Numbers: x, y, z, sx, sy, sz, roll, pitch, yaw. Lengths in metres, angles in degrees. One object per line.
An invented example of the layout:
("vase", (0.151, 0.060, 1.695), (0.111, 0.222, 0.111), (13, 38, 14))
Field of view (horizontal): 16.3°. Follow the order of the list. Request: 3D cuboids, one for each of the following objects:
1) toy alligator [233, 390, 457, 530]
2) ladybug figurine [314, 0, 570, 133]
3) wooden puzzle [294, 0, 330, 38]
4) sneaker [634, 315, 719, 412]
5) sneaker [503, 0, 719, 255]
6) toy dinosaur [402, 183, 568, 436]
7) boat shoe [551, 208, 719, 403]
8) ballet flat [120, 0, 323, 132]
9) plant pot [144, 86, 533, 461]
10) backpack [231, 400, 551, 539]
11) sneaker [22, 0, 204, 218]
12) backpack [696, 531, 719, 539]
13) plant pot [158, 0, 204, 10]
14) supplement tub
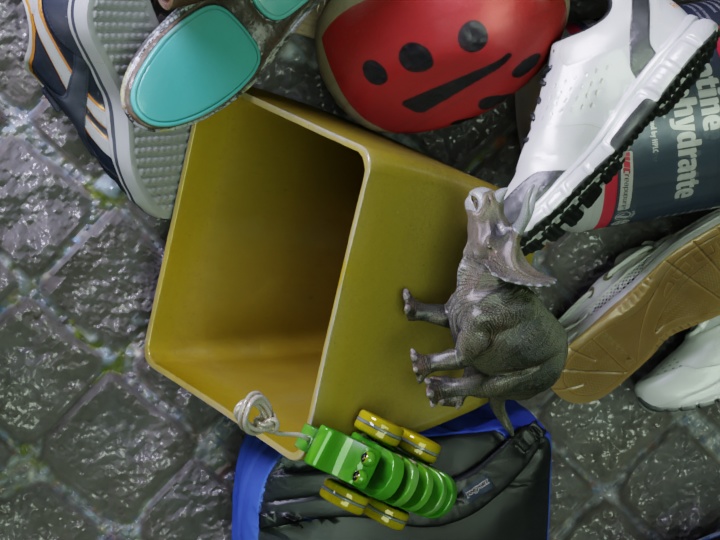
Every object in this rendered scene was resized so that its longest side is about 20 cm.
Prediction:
("toy alligator", (0.004, 0.119, 1.526), (0.200, 0.054, 0.059), (27, 89, -47))
("ladybug figurine", (0.051, -0.143, 1.606), (0.136, 0.200, 0.072), (23, 58, -31))
("wooden puzzle", (-0.072, -0.258, 1.637), (0.200, 0.037, 0.185), (12, 102, -21))
("sneaker", (0.272, 0.030, 1.782), (0.200, 0.075, 0.087), (-35, 98, -9))
("sneaker", (0.135, -0.094, 1.574), (0.080, 0.074, 0.200), (39, 86, 12))
("toy dinosaur", (0.086, 0.047, 1.540), (0.102, 0.077, 0.200), (-15, 128, 9))
("boat shoe", (0.204, 0.008, 1.744), (0.200, 0.069, 0.071), (-36, 123, 8))
("ballet flat", (-0.080, -0.160, 1.603), (0.200, 0.072, 0.072), (-44, 110, -14))
("plant pot", (0.000, 0.000, 1.638), (0.176, 0.200, 0.200), (4, 105, -36))
("backpack", (0.011, 0.166, 1.695), (0.200, 0.168, 0.163), (-4, 101, -16))
("sneaker", (-0.162, -0.123, 1.634), (0.078, 0.079, 0.200), (-48, 139, -32))
("backpack", (0.288, 0.283, 1.803), (0.183, 0.147, 0.200), (-18, 104, -9))
("plant pot", (-0.032, -0.263, 1.519), (0.200, 0.187, 0.187), (-9, 107, -12))
("supplement tub", (0.214, -0.108, 1.684), (0.200, 0.140, 0.140), (-10, 107, -10))
